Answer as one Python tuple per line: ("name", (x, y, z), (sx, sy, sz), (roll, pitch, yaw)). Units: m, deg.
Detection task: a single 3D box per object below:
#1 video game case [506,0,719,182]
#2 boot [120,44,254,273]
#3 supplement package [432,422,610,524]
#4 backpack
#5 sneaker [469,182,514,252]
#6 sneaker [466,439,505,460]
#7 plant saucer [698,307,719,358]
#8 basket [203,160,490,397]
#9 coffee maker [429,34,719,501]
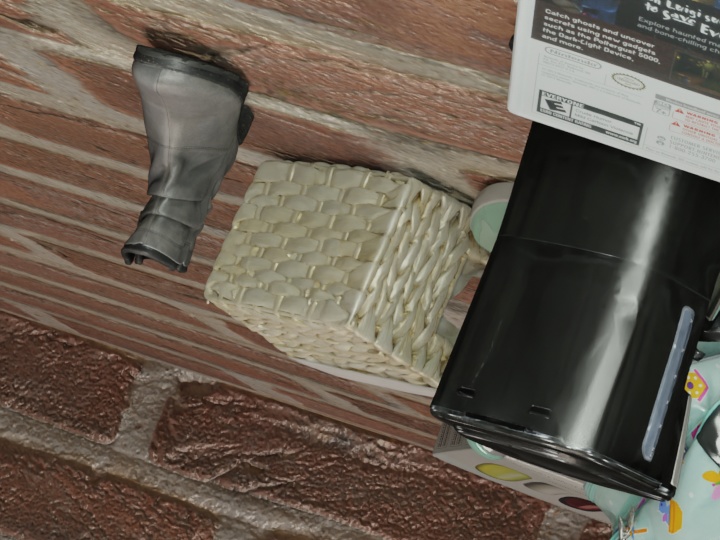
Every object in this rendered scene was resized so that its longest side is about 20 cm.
("video game case", (0.165, -0.087, 1.058), (0.200, 0.023, 0.182), (19, 159, 8))
("boot", (-0.123, -0.067, 1.608), (0.070, 0.132, 0.200), (19, 172, 14))
("supplement package", (0.187, 0.116, 1.994), (0.191, 0.147, 0.200), (21, 171, -8))
("backpack", (0.218, 0.142, 1.393), (0.176, 0.200, 0.153), (-14, -132, -44))
("sneaker", (0.116, 0.009, 1.577), (0.074, 0.118, 0.200), (23, 172, -26))
("sneaker", (0.166, 0.059, 1.586), (0.078, 0.200, 0.140), (56, 165, -13))
("plant saucer", (0.251, 0.057, 1.492), (0.201, 0.039, 0.201), (-6, 151, -4))
("basket", (0.000, 0.000, 1.756), (0.123, 0.136, 0.200), (32, 166, -37))
("coffee maker", (0.115, 0.003, 1.264), (0.192, 0.200, 0.135), (24, 170, -25))
